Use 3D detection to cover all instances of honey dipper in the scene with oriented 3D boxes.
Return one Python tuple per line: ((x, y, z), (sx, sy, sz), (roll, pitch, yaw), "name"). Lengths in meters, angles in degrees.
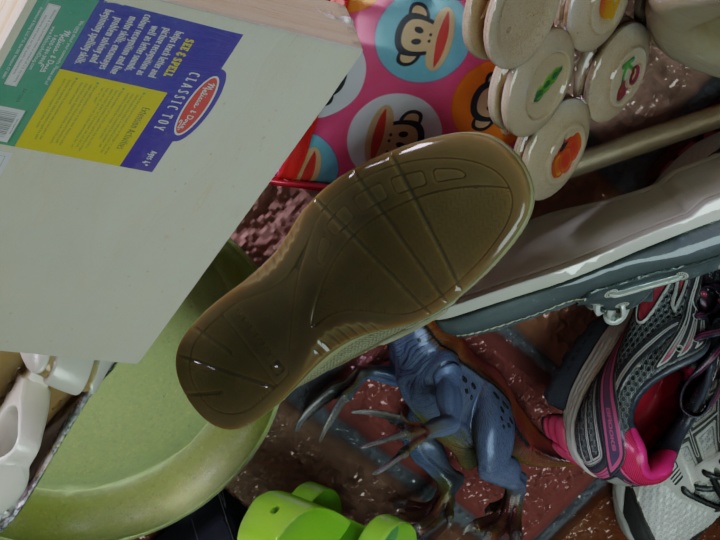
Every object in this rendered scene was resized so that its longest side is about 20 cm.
((0.131, -0.060, 0.844), (0.198, 0.038, 0.038), (-17, 122, -7), "honey dipper")

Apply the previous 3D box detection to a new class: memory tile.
((0.120, -0.137, 0.739), (0.200, 0.017, 0.154), (-50, 147, -17), "memory tile")

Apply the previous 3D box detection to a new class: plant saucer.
((-0.136, 0.047, 0.824), (0.198, 0.031, 0.202), (-8, 120, -14), "plant saucer")

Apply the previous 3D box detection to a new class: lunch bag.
((0.006, -0.134, 0.745), (0.174, 0.082, 0.202), (8, 114, -17), "lunch bag")

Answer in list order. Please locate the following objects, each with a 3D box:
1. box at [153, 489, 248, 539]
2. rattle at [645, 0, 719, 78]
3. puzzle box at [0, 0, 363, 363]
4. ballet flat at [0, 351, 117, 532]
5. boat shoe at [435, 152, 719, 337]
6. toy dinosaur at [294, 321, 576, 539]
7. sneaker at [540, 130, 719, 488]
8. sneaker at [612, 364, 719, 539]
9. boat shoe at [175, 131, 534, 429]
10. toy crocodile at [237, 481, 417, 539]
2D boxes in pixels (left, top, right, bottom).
((-0.102, 0.243, 0.874), (0.200, 0.149, 0.107), (-41, 122, 7), "box")
((0.205, -0.144, 0.768), (0.129, 0.144, 0.199), (-23, 157, 30), "rattle")
((-0.103, -0.037, 0.642), (0.132, 0.026, 0.200), (9, 136, -35), "puzzle box")
((-0.146, 0.050, 0.765), (0.072, 0.072, 0.201), (26, 108, -28), "ballet flat")
((0.129, 0.000, 0.812), (0.198, 0.073, 0.062), (-21, 112, 5), "boat shoe")
((0.033, 0.055, 0.879), (0.199, 0.104, 0.183), (-29, 119, -42), "toy dinosaur")
((0.174, 0.021, 0.867), (0.080, 0.075, 0.202), (27, 89, -29), "sneaker")
((0.213, 0.089, 0.926), (0.075, 0.088, 0.201), (19, 112, -28), "sneaker")
((0.001, 0.003, 0.758), (0.200, 0.063, 0.073), (-40, 83, 28), "boat shoe")
((0.002, 0.165, 0.885), (0.062, 0.067, 0.200), (-61, 146, -16), "toy crocodile")
